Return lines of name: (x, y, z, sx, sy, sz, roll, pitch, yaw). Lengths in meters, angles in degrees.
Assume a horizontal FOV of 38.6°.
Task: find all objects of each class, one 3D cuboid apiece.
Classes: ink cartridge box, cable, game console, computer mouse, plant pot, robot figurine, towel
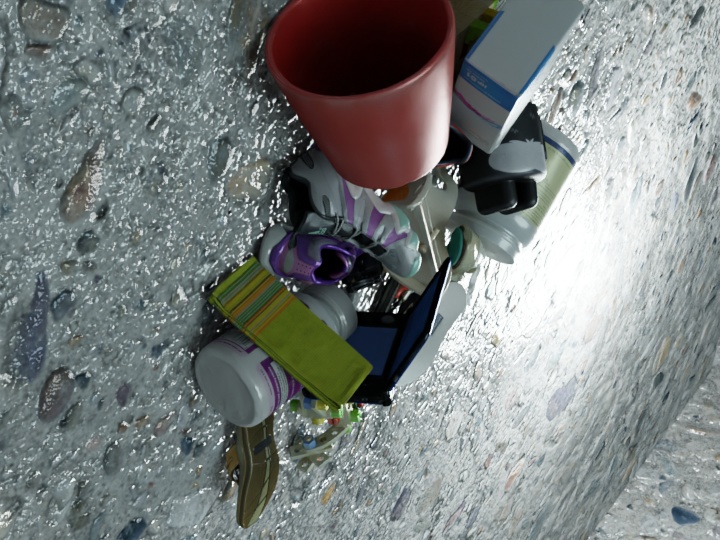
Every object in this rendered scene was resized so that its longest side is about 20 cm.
ink cartridge box: (0.184, -0.251, 1.272, 0.145, 0.085, 0.200, -54, 174, -12)
cable: (0.046, 0.059, 1.510, 0.200, 0.050, 0.097, -65, 171, -3)
game console: (0.023, 0.071, 1.331, 0.200, 0.170, 0.119, -66, 155, -58)
computer mouse: (0.000, 0.000, 1.337, 0.200, 0.058, 0.034, -87, 163, -84)
plant pot: (0.015, -0.196, 1.124, 0.201, 0.200, 0.177, -51, 149, -22)
robot figurine: (0.194, -0.180, 1.451, 0.150, 0.124, 0.201, 12, 70, -75)
towel: (-0.079, 0.072, 1.202, 0.086, 0.200, 0.018, -48, 180, -39)

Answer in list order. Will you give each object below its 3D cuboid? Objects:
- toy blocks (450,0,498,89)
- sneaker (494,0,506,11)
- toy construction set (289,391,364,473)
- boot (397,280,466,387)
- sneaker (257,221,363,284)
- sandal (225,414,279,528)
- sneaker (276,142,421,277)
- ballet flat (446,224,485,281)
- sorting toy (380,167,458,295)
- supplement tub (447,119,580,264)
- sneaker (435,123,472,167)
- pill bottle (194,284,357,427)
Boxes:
toy blocks: (0.107, -0.271, 1.324, 0.200, 0.100, 0.137, -49, 160, -51)
sneaker: (0.196, -0.382, 1.389, 0.076, 0.077, 0.200, -47, 145, -24)
toy construction set: (-0.048, 0.197, 1.440, 0.200, 0.092, 0.131, 95, 11, -46)
boot: (0.076, 0.096, 1.548, 0.200, 0.090, 0.073, -47, 111, -26)
sneaker: (-0.037, -0.021, 1.291, 0.200, 0.088, 0.081, -16, 125, -54)
sandal: (-0.150, 0.242, 1.360, 0.080, 0.054, 0.201, -25, 119, -55)
sneaker: (-0.027, -0.051, 1.216, 0.140, 0.200, 0.078, -37, 180, -35)
ballet flat: (0.157, -0.024, 1.543, 0.200, 0.062, 0.068, 128, -33, -77)
sorting toy: (0.087, -0.096, 1.431, 0.180, 0.107, 0.200, -57, 149, -29)
supplement tub: (0.231, -0.125, 1.578, 0.200, 0.145, 0.145, -59, 150, -8)
sneaker: (0.056, -0.171, 1.274, 0.200, 0.084, 0.075, 4, 108, -34)
pill bottle: (-0.097, 0.094, 1.261, 0.200, 0.112, 0.112, -36, 140, -39)
